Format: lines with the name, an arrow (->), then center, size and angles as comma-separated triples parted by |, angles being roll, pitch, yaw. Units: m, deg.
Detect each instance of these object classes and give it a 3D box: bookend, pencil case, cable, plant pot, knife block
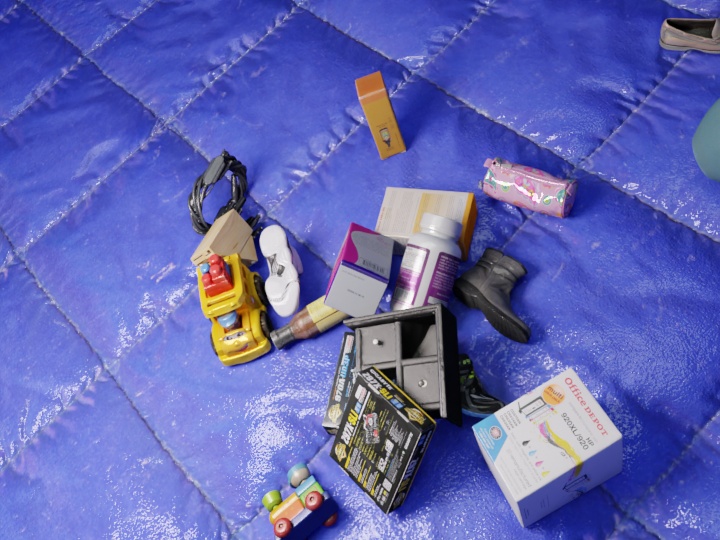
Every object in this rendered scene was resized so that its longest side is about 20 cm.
bookend -> 0.075, 0.181, 1.391 | 0.196, 0.092, 0.204 | -10, 67, 24
pencil case -> 0.349, -0.174, 1.602 | 0.197, 0.088, 0.088 | 23, 68, 28
cable -> -0.329, -0.168, 1.780 | 0.050, 0.164, 0.203 | 17, 72, 20
plant pot -> 0.720, -0.244, 1.476 | 0.134, 0.198, 0.204 | -27, 44, 45
knife block -> -0.297, -0.092, 1.706 | 0.063, 0.198, 0.179 | -28, 69, 30

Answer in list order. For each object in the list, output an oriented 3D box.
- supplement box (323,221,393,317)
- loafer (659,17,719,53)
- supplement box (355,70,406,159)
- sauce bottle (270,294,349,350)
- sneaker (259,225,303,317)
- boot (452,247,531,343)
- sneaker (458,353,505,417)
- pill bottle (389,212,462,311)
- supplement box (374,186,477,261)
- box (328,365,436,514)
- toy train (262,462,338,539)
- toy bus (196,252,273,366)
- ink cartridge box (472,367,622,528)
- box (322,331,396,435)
supplement box -> 0.000, 0.000, 1.525 | 0.099, 0.105, 0.201 | 22, 26, -4
loafer -> 0.763, -0.523, 1.697 | 0.195, 0.063, 0.073 | 5, 61, 22
supplement box -> 0.047, -0.346, 1.742 | 0.065, 0.201, 0.070 | -18, 50, 6
sauce bottle -> -0.093, 0.097, 1.588 | 0.197, 0.066, 0.067 | -27, 54, -2
sneaker -> -0.157, 0.013, 1.642 | 0.073, 0.115, 0.204 | -17, 67, 7
boot -> 0.283, 0.039, 1.501 | 0.131, 0.070, 0.199 | -40, 59, -15
sneaker -> 0.185, 0.200, 1.413 | 0.199, 0.070, 0.084 | 38, 111, 35
pill bottle -> 0.134, -0.004, 1.507 | 0.110, 0.112, 0.205 | 18, 90, 27
supplement box -> 0.138, -0.099, 1.630 | 0.195, 0.074, 0.128 | 7, 60, 20
box -> 0.034, 0.296, 1.343 | 0.049, 0.203, 0.159 | -14, 42, -43
toy train -> -0.145, 0.445, 1.379 | 0.199, 0.085, 0.116 | -39, 44, -8
toy bus -> -0.272, 0.065, 1.593 | 0.133, 0.193, 0.203 | -18, 56, 4
ink cartridge box -> 0.311, 0.293, 1.277 | 0.197, 0.146, 0.148 | -29, 53, -3
box -> 0.025, 0.221, 1.481 | 0.155, 0.046, 0.204 | 2, 60, 19
